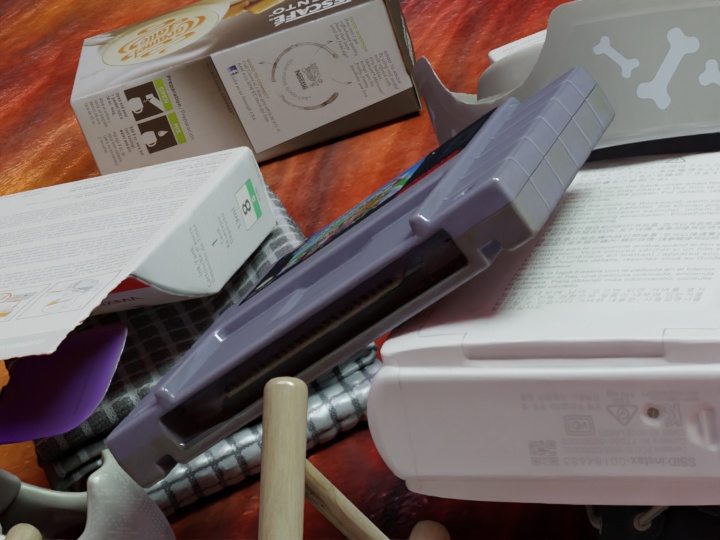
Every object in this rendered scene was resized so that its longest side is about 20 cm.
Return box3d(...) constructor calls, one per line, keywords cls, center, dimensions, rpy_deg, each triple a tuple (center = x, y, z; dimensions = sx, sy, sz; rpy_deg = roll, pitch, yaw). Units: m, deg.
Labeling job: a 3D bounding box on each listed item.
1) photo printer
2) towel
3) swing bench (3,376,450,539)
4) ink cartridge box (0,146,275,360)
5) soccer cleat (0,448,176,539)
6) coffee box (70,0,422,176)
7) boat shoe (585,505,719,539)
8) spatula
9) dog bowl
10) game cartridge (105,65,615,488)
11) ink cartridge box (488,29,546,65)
box3d(cls="photo printer", center=(0.110, 0.013, 0.814), dimensions=(0.166, 0.070, 0.200), rpy_deg=(-2, 23, 22))
box3d(cls="towel", center=(-0.092, 0.031, 1.051), dimensions=(0.165, 0.086, 0.200), rpy_deg=(-25, 26, -7))
box3d(cls="swing bench", center=(-0.096, 0.156, 0.745), dimensions=(0.198, 0.130, 0.200), rpy_deg=(-4, 58, 28))
box3d(cls="ink cartridge box", center=(-0.147, 0.015, 0.961), dimensions=(0.161, 0.050, 0.200), rpy_deg=(-9, 24, 26))
box3d(cls="soccer cleat", center=(-0.176, 0.126, 0.924), dimensions=(0.200, 0.087, 0.070), rpy_deg=(-16, 26, 10))
box3d(cls="coffee box", center=(-0.069, -0.122, 1.336), dimensions=(0.200, 0.080, 0.114), rpy_deg=(-17, 26, 7))
box3d(cls="boat shoe", center=(0.119, 0.085, 0.819), dimensions=(0.075, 0.062, 0.200), rpy_deg=(-16, 26, 10))
box3d(cls="spatula", center=(-0.173, 0.073, 0.976), dimensions=(0.200, 0.021, 0.057), rpy_deg=(-29, 36, 44))
box3d(cls="dog bowl", center=(0.124, -0.072, 0.935), dimensions=(0.199, 0.059, 0.200), rpy_deg=(-8, -6, -1))
box3d(cls="game cartridge", center=(0.000, 0.000, 0.822), dimensions=(0.200, 0.038, 0.130), rpy_deg=(-34, 12, 29))
box3d(cls="ink cartridge box", center=(0.151, -0.076, 1.101), dimensions=(0.116, 0.068, 0.200), rpy_deg=(-22, 26, -4))
